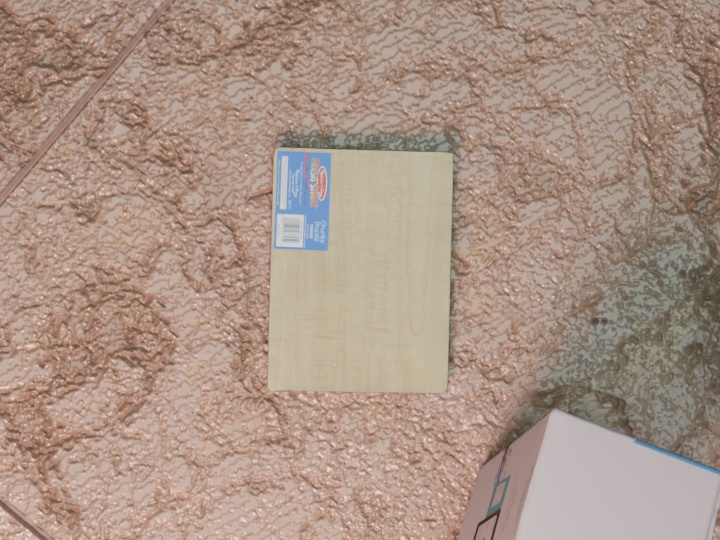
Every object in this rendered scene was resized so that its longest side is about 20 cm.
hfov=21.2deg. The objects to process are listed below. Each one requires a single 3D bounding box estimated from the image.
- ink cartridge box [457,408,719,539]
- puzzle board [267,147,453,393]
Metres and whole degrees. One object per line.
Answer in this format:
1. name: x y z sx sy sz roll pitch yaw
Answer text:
1. ink cartridge box: 0.167 0.220 1.504 0.146 0.200 0.147 21 68 -5
2. puzzle board: 0.000 0.000 1.593 0.150 0.017 0.201 1 90 -5
